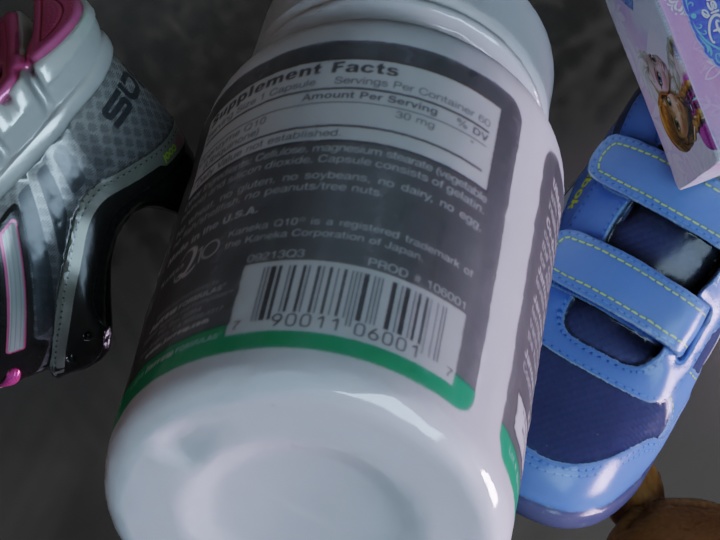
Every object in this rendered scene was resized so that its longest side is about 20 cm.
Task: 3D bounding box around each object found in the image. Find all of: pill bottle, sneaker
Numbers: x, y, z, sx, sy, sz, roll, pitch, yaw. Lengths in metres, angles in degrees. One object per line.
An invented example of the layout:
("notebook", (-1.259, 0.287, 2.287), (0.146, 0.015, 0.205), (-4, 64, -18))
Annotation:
("pill bottle", (0.000, 0.000, 0.785), (0.113, 0.200, 0.113), (7, 134, 7))
("sneaker", (0.092, -0.010, 0.852), (0.074, 0.082, 0.200), (30, 60, 3))
("sneaker", (-0.121, 0.016, 0.822), (0.087, 0.074, 0.200), (38, 88, -24))

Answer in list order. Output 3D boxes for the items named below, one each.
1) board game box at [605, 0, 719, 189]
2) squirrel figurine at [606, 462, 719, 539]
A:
("board game box", (0.154, -0.151, 0.834), (0.199, 0.041, 0.201), (-20, 84, -14))
("squirrel figurine", (0.089, 0.145, 0.904), (0.199, 0.142, 0.187), (-6, 149, 8))
